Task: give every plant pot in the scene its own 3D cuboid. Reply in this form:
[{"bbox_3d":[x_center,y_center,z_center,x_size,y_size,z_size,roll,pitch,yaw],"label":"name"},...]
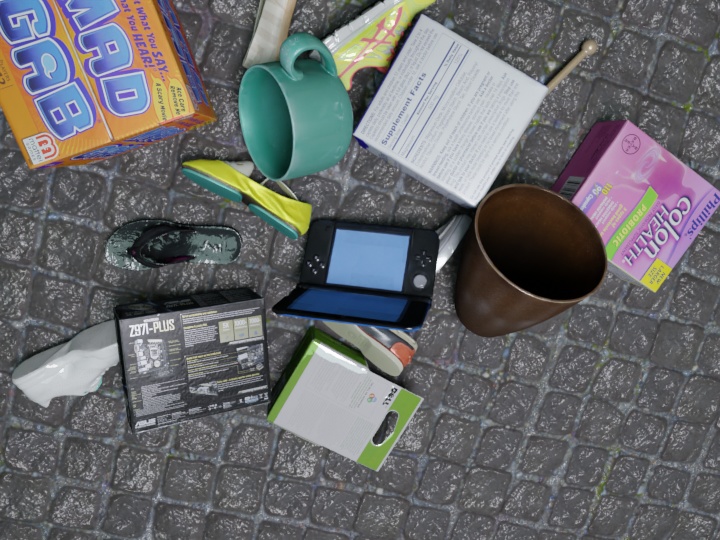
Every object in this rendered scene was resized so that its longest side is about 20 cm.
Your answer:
[{"bbox_3d":[0.215,0.011,0.850,0.186,0.200,0.187,7,57,-11],"label":"plant pot"}]

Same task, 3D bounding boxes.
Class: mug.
[{"bbox_3d":[-0.072,-0.209,0.786,0.114,0.185,0.152,-19,93,-32],"label":"mug"}]

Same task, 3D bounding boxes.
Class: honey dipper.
[{"bbox_3d":[0.277,-0.271,0.885,0.038,0.038,0.200,43,94,-12],"label":"honey dipper"}]

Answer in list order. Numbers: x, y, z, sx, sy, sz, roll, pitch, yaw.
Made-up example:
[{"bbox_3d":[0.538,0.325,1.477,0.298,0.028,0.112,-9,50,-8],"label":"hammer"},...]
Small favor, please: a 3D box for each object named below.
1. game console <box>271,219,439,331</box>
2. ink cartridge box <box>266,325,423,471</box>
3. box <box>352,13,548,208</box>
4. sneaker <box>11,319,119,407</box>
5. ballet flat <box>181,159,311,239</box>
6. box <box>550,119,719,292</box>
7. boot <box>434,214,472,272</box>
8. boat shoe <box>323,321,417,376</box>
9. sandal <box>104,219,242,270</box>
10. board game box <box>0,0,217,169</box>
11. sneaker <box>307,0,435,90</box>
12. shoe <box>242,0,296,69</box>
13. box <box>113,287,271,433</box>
[{"bbox_3d":[0.000,0.000,0.813,0.199,0.118,0.171,6,75,12],"label":"game console"},{"bbox_3d":[-0.027,0.204,0.931,0.200,0.076,0.148,30,97,-12],"label":"ink cartridge box"},{"bbox_3d":[0.120,-0.213,0.827,0.200,0.105,0.184,31,97,1],"label":"box"},{"bbox_3d":[-0.407,0.143,0.890,0.199,0.075,0.089,-22,121,-1],"label":"sneaker"},{"bbox_3d":[-0.159,-0.120,0.864,0.200,0.067,0.067,30,76,-14],"label":"ballet flat"},{"bbox_3d":[0.405,-0.098,0.903,0.200,0.097,0.176,33,96,-12],"label":"box"},{"bbox_3d":[0.076,-0.027,0.897,0.096,0.074,0.200,39,85,1],"label":"boot"},{"bbox_3d":[0.001,0.077,0.914,0.200,0.071,0.063,41,58,1],"label":"boat shoe"},{"bbox_3d":[-0.277,-0.038,0.868,0.200,0.048,0.076,-4,102,-6],"label":"sandal"},{"bbox_3d":[-0.322,-0.257,0.741,0.199,0.200,0.200,-20,103,-1],"label":"board game box"},{"bbox_3d":[0.028,-0.328,0.834,0.200,0.078,0.090,-32,111,7],"label":"sneaker"},{"bbox_3d":[-0.117,-0.366,0.806,0.053,0.070,0.201,10,103,-16],"label":"shoe"},{"bbox_3d":[-0.241,0.123,0.854,0.199,0.086,0.164,-9,104,-26],"label":"box"}]
